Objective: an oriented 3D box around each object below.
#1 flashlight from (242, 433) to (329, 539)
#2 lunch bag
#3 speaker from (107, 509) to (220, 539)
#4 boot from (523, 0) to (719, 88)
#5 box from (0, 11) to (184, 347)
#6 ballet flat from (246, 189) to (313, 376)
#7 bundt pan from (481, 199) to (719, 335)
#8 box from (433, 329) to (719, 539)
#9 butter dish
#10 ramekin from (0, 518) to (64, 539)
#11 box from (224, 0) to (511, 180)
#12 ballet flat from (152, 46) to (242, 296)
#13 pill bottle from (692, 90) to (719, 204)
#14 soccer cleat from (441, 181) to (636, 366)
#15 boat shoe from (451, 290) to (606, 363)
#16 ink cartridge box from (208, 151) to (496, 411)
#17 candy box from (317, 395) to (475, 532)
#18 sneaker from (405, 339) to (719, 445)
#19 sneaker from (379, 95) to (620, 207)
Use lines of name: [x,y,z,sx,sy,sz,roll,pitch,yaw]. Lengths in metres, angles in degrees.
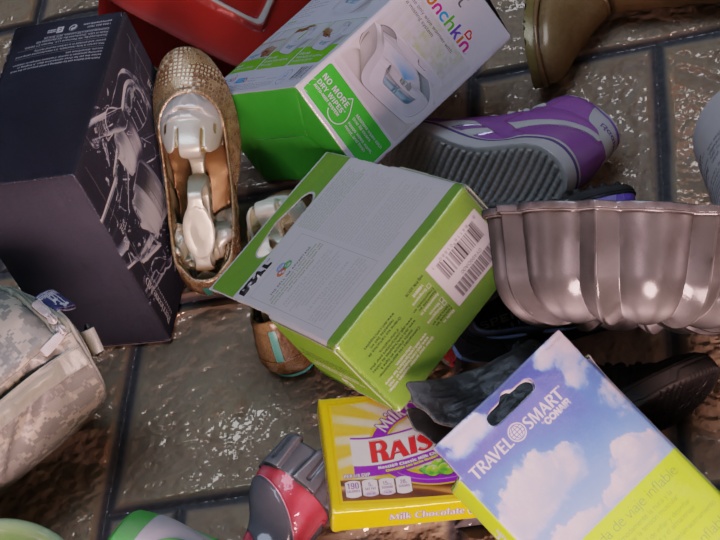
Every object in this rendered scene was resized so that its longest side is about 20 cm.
flashlight: [-0.088,0.207,1.344,0.200,0.068,0.068,-49,33,-21]
lunch bag: [-0.290,0.106,1.436,0.200,0.140,0.168,-40,17,-18]
speaker: [-0.078,0.234,1.255,0.199,0.089,0.089,28,63,12]
boot: [0.240,-0.228,1.594,0.199,0.066,0.176,-3,49,20]
box: [-0.214,-0.069,1.557,0.104,0.200,0.183,-5,49,19]
ballet flat: [-0.065,-0.009,1.526,0.067,0.072,0.201,-13,46,14]
bundt pan: [0.176,0.002,1.256,0.201,0.202,0.076,1,85,25]
box: [0.153,0.151,1.230,0.122,0.048,0.200,-42,80,-15]
butter dish: [-0.153,-0.241,1.737,0.199,0.148,0.201,28,49,-9]
ramekin: [-0.257,0.280,1.330,0.199,0.098,0.201,-12,46,13]
box: [-0.008,-0.166,1.569,0.176,0.097,0.200,-44,19,-19]
ballet flat: [-0.127,-0.078,1.540,0.070,0.201,0.065,-9,6,2]
pill bottle: [0.309,-0.039,1.355,0.114,0.115,0.201,-18,45,8]
soccer cleat: [0.127,0.001,1.447,0.199,0.068,0.073,-26,73,-11]
boat shoe: [0.160,0.016,1.383,0.199,0.069,0.084,-30,83,-13]
ink cartridge box: [0.000,0.000,1.396,0.148,0.076,0.200,-51,30,-11]
candy box: [0.073,0.124,1.335,0.199,0.026,0.102,-5,44,-5]
sneaker: [0.138,0.080,1.317,0.199,0.060,0.104,-27,58,-19]
sneaker: [0.114,-0.098,1.544,0.200,0.073,0.114,11,35,38]
